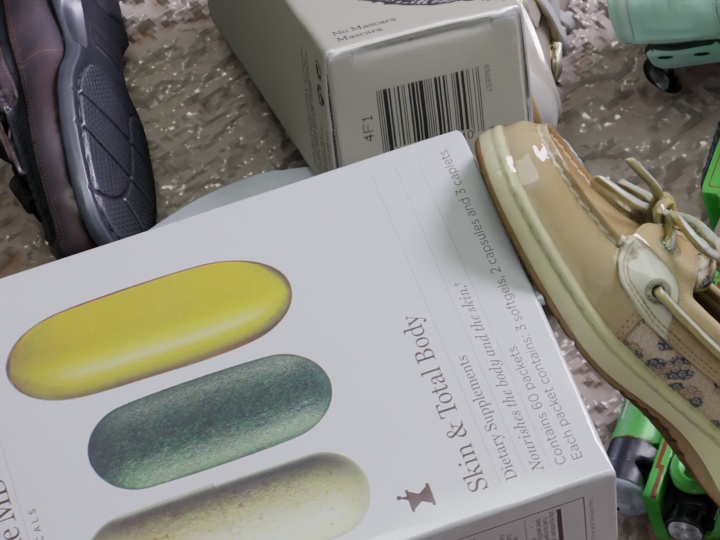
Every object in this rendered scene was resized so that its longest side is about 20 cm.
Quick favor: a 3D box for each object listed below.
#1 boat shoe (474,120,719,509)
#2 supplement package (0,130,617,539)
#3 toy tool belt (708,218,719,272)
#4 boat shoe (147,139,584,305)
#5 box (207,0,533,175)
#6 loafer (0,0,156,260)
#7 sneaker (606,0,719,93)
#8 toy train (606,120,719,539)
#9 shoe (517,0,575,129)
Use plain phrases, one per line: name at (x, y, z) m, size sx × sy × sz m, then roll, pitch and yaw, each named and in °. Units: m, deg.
boat shoe at (0.115, 0.019, 0.934) m, size 0.063 × 0.200 × 0.073 m, roll -38°, pitch 16°, yaw 15°
supplement package at (-0.029, 0.080, 0.945) m, size 0.199 × 0.151 × 0.152 m, roll -18°, pitch 54°, yaw -6°
toy tool belt at (0.231, -0.025, 1.005) m, size 0.200 × 0.125 × 0.123 m, roll -36°, pitch 70°, yaw -19°
boat shoe at (0.000, 0.000, 1.047) m, size 0.199 × 0.074 × 0.067 m, roll -19°, pitch 51°, yaw -8°
box at (-0.002, -0.100, 1.077) m, size 0.082 × 0.069 × 0.200 m, roll -14°, pitch 30°, yaw -13°
loafer at (-0.128, -0.067, 1.126) m, size 0.063 × 0.072 × 0.201 m, roll -24°, pitch 46°, yaw 13°
sneaker at (0.159, -0.097, 1.055) m, size 0.117 × 0.074 × 0.200 m, roll -13°, pitch 11°, yaw -1°
toy train at (0.137, 0.015, 1.042) m, size 0.056 × 0.042 × 0.201 m, roll 8°, pitch 55°, yaw 25°
shoe at (0.057, -0.133, 1.139) m, size 0.053 × 0.070 × 0.201 m, roll -18°, pitch 51°, yaw 4°
